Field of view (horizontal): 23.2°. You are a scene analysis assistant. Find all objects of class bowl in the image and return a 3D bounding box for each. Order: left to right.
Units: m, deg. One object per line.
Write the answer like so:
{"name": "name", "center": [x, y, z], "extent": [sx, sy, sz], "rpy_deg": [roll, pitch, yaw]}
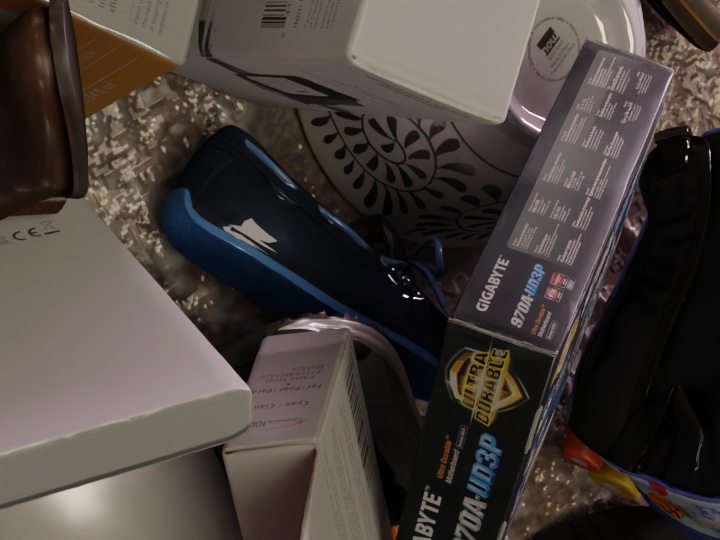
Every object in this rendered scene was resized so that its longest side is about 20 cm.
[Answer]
{"name": "bowl", "center": [0.074, -0.107, 0.866], "extent": [0.200, 0.094, 0.202], "rpy_deg": [-4, 98, -28]}

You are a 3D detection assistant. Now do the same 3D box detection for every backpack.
{"name": "backpack", "center": [0.202, 0.042, 0.856], "extent": [0.191, 0.200, 0.154], "rpy_deg": [-52, 127, -15]}

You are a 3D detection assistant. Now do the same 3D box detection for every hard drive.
{"name": "hard drive", "center": [-0.147, 0.020, 0.700], "extent": [0.131, 0.200, 0.027], "rpy_deg": [-14, 125, -27]}

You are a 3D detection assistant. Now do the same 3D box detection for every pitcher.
{"name": "pitcher", "center": [-0.102, 0.096, 0.789], "extent": [0.200, 0.121, 0.172], "rpy_deg": [46, 36, -21]}

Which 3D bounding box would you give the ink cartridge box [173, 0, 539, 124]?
{"name": "ink cartridge box", "center": [-0.008, -0.147, 0.756], "extent": [0.083, 0.200, 0.146], "rpy_deg": [18, 87, -33]}

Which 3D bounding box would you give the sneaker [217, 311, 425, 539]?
{"name": "sneaker", "center": [0.001, 0.089, 0.819], "extent": [0.074, 0.080, 0.200], "rpy_deg": [-25, 135, 17]}

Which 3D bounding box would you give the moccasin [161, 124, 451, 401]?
{"name": "moccasin", "center": [0.000, 0.000, 0.845], "extent": [0.200, 0.080, 0.068], "rpy_deg": [37, 64, -32]}

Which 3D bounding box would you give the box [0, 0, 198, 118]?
{"name": "box", "center": [-0.173, -0.144, 0.693], "extent": [0.199, 0.124, 0.098], "rpy_deg": [23, 67, -29]}

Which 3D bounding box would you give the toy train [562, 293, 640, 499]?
{"name": "toy train", "center": [0.178, 0.046, 0.969], "extent": [0.199, 0.056, 0.151], "rpy_deg": [-9, 95, -29]}

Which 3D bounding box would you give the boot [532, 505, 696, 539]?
{"name": "boot", "center": [0.179, 0.206, 0.973], "extent": [0.203, 0.074, 0.154], "rpy_deg": [-11, 116, -12]}

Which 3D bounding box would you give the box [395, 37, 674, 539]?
{"name": "box", "center": [0.075, 0.020, 0.765], "extent": [0.159, 0.046, 0.200], "rpy_deg": [101, 13, -45]}

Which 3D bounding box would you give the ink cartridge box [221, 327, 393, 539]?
{"name": "ink cartridge box", "center": [-0.015, 0.152, 0.709], "extent": [0.045, 0.176, 0.201], "rpy_deg": [-7, 116, 10]}

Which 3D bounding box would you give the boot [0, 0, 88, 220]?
{"name": "boot", "center": [-0.206, -0.047, 0.651], "extent": [0.199, 0.186, 0.065], "rpy_deg": [-3, 75, -16]}

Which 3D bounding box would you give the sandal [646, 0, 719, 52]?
{"name": "sandal", "center": [0.141, -0.195, 0.894], "extent": [0.055, 0.082, 0.200], "rpy_deg": [-38, 118, 9]}
